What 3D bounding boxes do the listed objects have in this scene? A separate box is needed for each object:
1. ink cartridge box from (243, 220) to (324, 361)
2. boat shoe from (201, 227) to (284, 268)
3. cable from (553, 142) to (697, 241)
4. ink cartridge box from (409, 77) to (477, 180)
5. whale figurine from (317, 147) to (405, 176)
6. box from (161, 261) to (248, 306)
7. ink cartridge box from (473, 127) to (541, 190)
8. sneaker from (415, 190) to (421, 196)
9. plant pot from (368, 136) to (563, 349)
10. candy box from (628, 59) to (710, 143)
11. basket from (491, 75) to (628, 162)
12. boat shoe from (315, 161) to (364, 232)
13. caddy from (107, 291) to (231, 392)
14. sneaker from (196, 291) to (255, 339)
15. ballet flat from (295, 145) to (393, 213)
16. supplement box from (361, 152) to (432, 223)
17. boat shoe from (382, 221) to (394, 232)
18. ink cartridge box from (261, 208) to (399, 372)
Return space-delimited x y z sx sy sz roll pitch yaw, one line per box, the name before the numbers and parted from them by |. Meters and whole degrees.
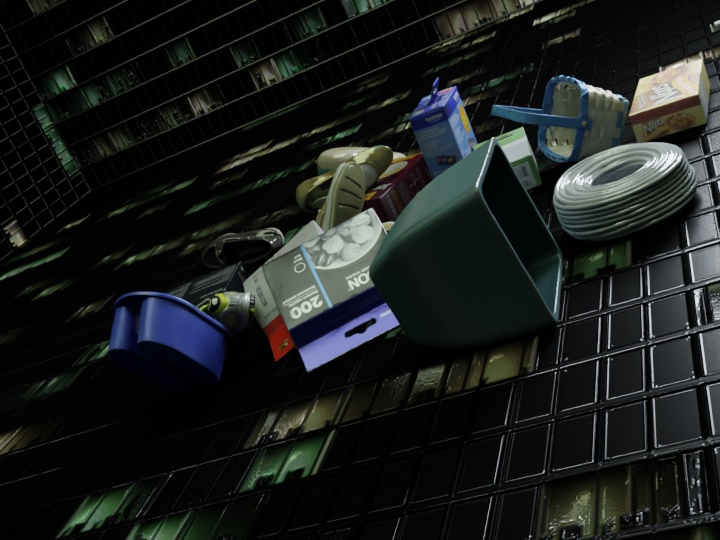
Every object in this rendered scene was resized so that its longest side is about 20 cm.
ink cartridge box | -0.103 0.027 1.539 0.162 0.057 0.201 -40 26 8
boat shoe | -0.252 -0.042 2.032 0.197 0.068 0.057 -14 16 22
cable | 0.369 -0.115 1.380 0.198 0.070 0.200 -15 21 32
ink cartridge box | 0.158 -0.251 1.827 0.075 0.202 0.137 -17 20 23
whale figurine | 0.004 -0.216 2.149 0.197 0.106 0.159 -5 11 -19
box | -0.298 0.074 1.756 0.197 0.080 0.141 -21 16 14
ink cartridge box | 0.258 -0.187 1.744 0.102 0.060 0.201 -21 19 13
sneaker | 0.160 -0.104 1.651 0.198 0.077 0.081 -20 25 42
plant pot | 0.126 -0.015 1.264 0.198 0.198 0.196 -26 16 25
candy box | 0.525 -0.288 1.663 0.114 0.056 0.200 -16 21 28
basket | 0.334 -0.254 1.648 0.196 0.142 0.177 8 14 -11
boat shoe | -0.045 -0.092 1.722 0.068 0.074 0.203 -2 72 46
caddy | -0.286 0.101 1.486 0.140 0.200 0.106 -15 53 32
sneaker | -0.234 0.075 1.580 0.200 0.075 0.077 -41 43 55
ballet flat | -0.026 -0.158 1.784 0.197 0.071 0.071 -23 18 12
supplement box | 0.058 -0.134 1.827 0.109 0.087 0.200 -10 24 38
boat shoe | 0.000 0.000 1.577 0.199 0.074 0.066 -41 25 -10
ink cartridge box | -0.029 0.024 1.440 0.196 0.044 0.201 -27 49 -3
